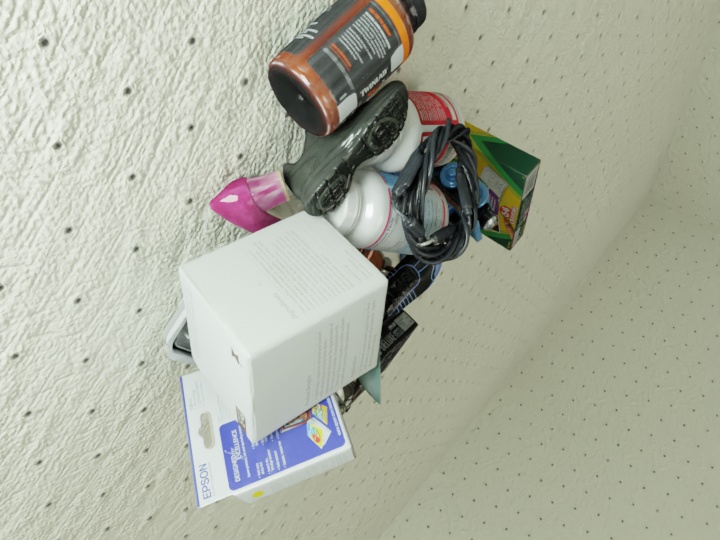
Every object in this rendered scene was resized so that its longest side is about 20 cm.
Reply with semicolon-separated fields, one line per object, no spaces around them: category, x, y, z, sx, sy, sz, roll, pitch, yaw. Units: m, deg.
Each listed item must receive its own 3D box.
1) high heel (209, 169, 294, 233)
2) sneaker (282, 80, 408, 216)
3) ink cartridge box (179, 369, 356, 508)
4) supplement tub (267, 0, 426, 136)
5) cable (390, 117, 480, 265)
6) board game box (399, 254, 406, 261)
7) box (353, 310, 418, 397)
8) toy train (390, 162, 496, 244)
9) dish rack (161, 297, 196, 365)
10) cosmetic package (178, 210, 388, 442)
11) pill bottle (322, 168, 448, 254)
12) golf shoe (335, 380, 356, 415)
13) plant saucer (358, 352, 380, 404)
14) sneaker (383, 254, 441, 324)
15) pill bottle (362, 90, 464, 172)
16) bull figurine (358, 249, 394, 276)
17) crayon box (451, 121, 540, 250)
high heel;-0.131;-0.057;0.836;0.094;0.069;0.201;-20;160;-5
sneaker;-0.021;-0.167;0.783;0.200;0.091;0.076;-46;154;-4
ink cartridge box;-0.126;0.191;0.820;0.196;0.200;0.048;-21;138;-4
supplement tub;-0.008;-0.260;0.737;0.200;0.106;0.108;-47;153;-16
cable;0.122;-0.111;0.874;0.163;0.050;0.203;46;62;-35
board game box;0.129;-0.098;1.237;0.135;0.034;0.202;-44;152;-22
box;0.014;0.178;1.184;0.199;0.050;0.159;-37;163;-47
toy train;0.133;-0.122;1.043;0.114;0.201;0.087;-42;154;1
dish rack;-0.182;0.054;0.878;0.173;0.043;0.200;-55;154;0
cosmetic package;-0.094;0.062;0.777;0.197;0.165;0.167;-26;142;-30
pill bottle;0.027;-0.083;0.895;0.197;0.109;0.111;5;119;-43
golf shoe;-0.035;0.176;1.004;0.096;0.076;0.200;-64;-177;-4
plant saucer;0.010;0.099;0.949;0.201;0.038;0.207;-2;90;-89
sneaker;0.065;0.037;1.099;0.201;0.070;0.078;-50;172;27
pill bottle;0.062;-0.203;0.914;0.198;0.111;0.114;-17;136;-51
bull figurine;0.000;0.000;1.086;0.122;0.065;0.200;-49;161;-7
crayon box;0.242;-0.159;1.201;0.058;0.171;0.202;-43;151;-27
